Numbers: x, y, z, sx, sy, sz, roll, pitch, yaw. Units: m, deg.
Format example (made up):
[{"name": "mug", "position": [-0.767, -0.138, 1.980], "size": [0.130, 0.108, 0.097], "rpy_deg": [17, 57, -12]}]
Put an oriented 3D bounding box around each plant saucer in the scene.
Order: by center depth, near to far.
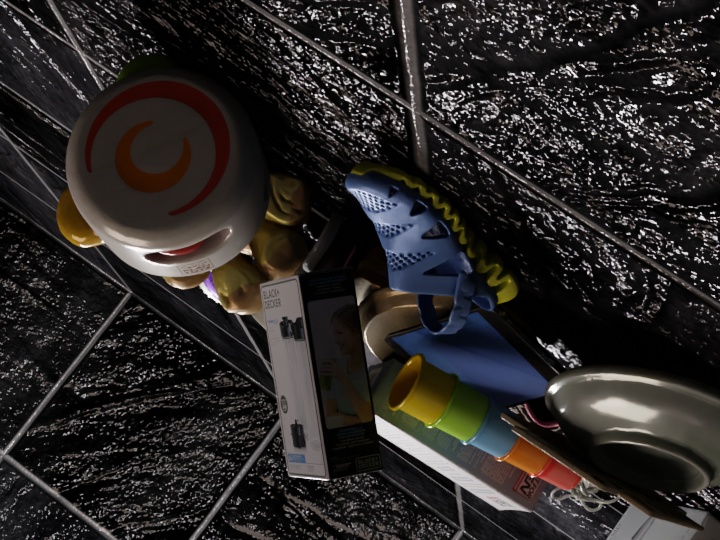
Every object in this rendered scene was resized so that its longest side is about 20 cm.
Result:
[{"name": "plant saucer", "position": [0.249, 0.146, 1.290], "size": [0.200, 0.050, 0.200], "rpy_deg": [16, 156, 7]}]

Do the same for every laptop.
[{"name": "laptop", "position": [0.147, 0.120, 1.431], "size": [0.177, 0.103, 0.200], "rpy_deg": [42, -177, -43]}]

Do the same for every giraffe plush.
[{"name": "giraffe plush", "position": [-0.144, -0.054, 1.627], "size": [0.200, 0.173, 0.162], "rpy_deg": [41, 180, 4]}]

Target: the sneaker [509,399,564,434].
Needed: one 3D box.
[{"name": "sneaker", "position": [0.159, 0.129, 1.665], "size": [0.200, 0.079, 0.095], "rpy_deg": [34, 147, 13]}]

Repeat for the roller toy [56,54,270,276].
[{"name": "roller toy", "position": [-0.183, -0.089, 1.472], "size": [0.182, 0.200, 0.140], "rpy_deg": [29, 168, 12]}]

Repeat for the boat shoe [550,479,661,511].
[{"name": "boat shoe", "position": [0.248, 0.227, 1.702], "size": [0.202, 0.086, 0.075], "rpy_deg": [24, 163, 50]}]

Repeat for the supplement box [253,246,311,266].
[{"name": "supplement box", "position": [-0.038, 0.041, 1.895], "size": [0.200, 0.061, 0.109], "rpy_deg": [40, 169, -11]}]

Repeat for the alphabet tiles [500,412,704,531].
[{"name": "alphabet tiles", "position": [0.215, 0.180, 1.351], "size": [0.166, 0.006, 0.200], "rpy_deg": [33, -175, 35]}]

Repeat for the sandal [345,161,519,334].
[{"name": "sandal", "position": [0.054, -0.015, 1.314], "size": [0.200, 0.087, 0.079], "rpy_deg": [45, 169, -26]}]

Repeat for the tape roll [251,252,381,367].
[{"name": "tape roll", "position": [-0.033, 0.052, 1.724], "size": [0.202, 0.071, 0.202], "rpy_deg": [32, -169, -7]}]

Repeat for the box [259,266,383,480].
[{"name": "box", "position": [-0.040, 0.101, 1.494], "size": [0.117, 0.060, 0.200], "rpy_deg": [170, 92, -67]}]

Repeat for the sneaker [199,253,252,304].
[{"name": "sneaker", "position": [-0.157, -0.035, 1.816], "size": [0.100, 0.070, 0.200], "rpy_deg": [12, 132, 42]}]

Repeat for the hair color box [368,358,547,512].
[{"name": "hair color box", "position": [0.090, 0.169, 1.542], "size": [0.200, 0.061, 0.099], "rpy_deg": [33, 167, -7]}]

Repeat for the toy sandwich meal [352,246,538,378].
[{"name": "toy sandwich meal", "position": [0.082, 0.048, 1.512], "size": [0.205, 0.070, 0.205], "rpy_deg": [11, 149, 7]}]

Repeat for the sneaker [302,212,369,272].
[{"name": "sneaker", "position": [0.000, 0.000, 1.597], "size": [0.099, 0.071, 0.200], "rpy_deg": [33, 175, 9]}]

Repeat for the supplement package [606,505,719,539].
[{"name": "supplement package", "position": [0.368, 0.348, 1.753], "size": [0.117, 0.117, 0.200], "rpy_deg": [38, 168, -8]}]

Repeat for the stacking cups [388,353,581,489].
[{"name": "stacking cups", "position": [0.123, 0.153, 1.441], "size": [0.200, 0.061, 0.061], "rpy_deg": [32, 171, -15]}]
